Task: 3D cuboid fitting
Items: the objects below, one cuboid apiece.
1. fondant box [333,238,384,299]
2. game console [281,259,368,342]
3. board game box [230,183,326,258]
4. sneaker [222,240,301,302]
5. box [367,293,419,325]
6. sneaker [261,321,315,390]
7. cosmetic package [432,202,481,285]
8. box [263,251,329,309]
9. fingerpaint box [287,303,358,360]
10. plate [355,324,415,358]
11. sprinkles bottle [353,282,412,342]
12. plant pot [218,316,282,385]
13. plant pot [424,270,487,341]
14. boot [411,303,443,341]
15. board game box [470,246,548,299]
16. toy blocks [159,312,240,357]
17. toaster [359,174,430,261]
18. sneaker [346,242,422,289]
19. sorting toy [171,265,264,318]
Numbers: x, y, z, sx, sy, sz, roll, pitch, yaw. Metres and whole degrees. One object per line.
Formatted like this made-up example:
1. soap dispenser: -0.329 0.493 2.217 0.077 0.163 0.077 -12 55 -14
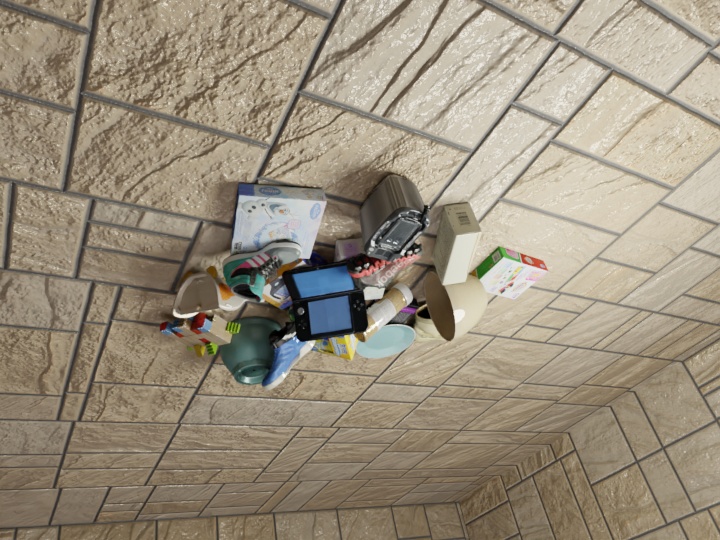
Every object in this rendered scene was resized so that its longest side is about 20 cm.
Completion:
1. fondant box: 0.000 0.000 1.515 0.141 0.059 0.202 -5 141 -13
2. game console: -0.089 0.082 1.461 0.195 0.177 0.119 -9 168 7
3. board game box: -0.195 -0.109 1.318 0.194 0.044 0.202 2 140 -19
4. sneaker: -0.226 0.009 1.323 0.196 0.123 0.084 -16 146 5
5. box: 0.068 0.147 1.748 0.141 0.037 0.201 11 135 -32
6. sneaker: -0.228 0.228 1.573 0.200 0.077 0.111 -45 109 5
7. cosmetic package: 0.246 -0.066 1.476 0.071 0.105 0.202 -8 144 -9
8. box: -0.175 0.024 1.502 0.198 0.042 0.119 -30 140 23
9. fingerpaint box: -0.103 0.165 1.622 0.163 0.074 0.202 12 147 15
10. plate: 0.077 0.217 1.794 0.195 0.026 0.202 -11 144 -8
11. sprinkles bottle: 0.061 0.117 1.597 0.199 0.068 0.069 -39 153 -27
12. plant pot: -0.317 0.248 1.664 0.196 0.136 0.202 -9 143 -7
13. plant pot: 0.282 0.084 1.617 0.132 0.203 0.202 -15 145 -14
14. boot: 0.259 0.156 1.793 0.195 0.074 0.157 -5 146 -4
15. board game box: 0.438 0.012 1.695 0.197 0.041 0.153 14 135 -33
16. toy blocks: -0.443 0.154 1.527 0.197 0.102 0.136 -13 143 33
17. toaster: 0.076 -0.127 1.315 0.112 0.131 0.200 12 136 -32
18. sneaker: 0.065 -0.010 1.413 0.197 0.071 0.099 -20 128 -7
19. sorting toy: -0.343 0.066 1.437 0.197 0.109 0.178 -10 162 38
